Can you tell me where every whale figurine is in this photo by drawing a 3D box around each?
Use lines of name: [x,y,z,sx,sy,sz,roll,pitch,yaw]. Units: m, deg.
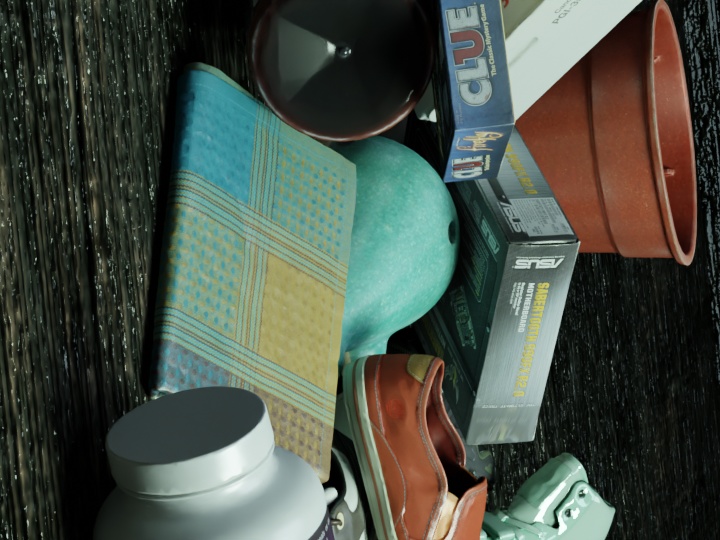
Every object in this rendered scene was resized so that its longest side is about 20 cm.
whale figurine: [0.000,0.000,1.441,0.200,0.103,0.159,-67,149,-56]

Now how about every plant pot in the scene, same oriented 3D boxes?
plant pot: [0.144,-0.095,1.828,0.201,0.195,0.201,-6,90,-74]

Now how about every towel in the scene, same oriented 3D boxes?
towel: [-0.058,0.002,1.307,0.147,0.022,0.200,34,51,-43]

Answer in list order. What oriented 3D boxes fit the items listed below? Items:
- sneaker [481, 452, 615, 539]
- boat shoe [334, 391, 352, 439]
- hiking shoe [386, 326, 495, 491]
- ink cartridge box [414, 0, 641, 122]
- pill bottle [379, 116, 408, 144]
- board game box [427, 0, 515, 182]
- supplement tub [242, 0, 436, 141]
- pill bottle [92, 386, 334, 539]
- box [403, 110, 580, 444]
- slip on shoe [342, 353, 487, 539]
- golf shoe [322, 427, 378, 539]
sneaker: [0.088,0.163,1.608,0.200,0.074,0.118,25,93,-42]
boat shoe: [0.006,0.166,1.468,0.062,0.073,0.200,62,21,-46]
hiking shoe: [0.047,0.091,1.635,0.200,0.076,0.101,50,41,-63]
ink cartridge box: [0.071,-0.208,1.483,0.083,0.147,0.200,2,56,-42]
pill bottle: [0.056,-0.084,1.672,0.104,0.104,0.200,-79,158,-45]
board game box: [0.054,-0.162,1.352,0.136,0.035,0.201,93,-9,-80]
supplement tub: [-0.015,-0.153,1.392,0.200,0.107,0.107,-99,177,-68]
pill bottle: [-0.061,0.161,1.144,0.112,0.112,0.200,-63,145,-63]
box: [0.073,-0.012,1.533,0.200,0.048,0.159,-114,-154,-50]
slip on shoe: [0.045,0.141,1.385,0.074,0.061,0.201,-36,110,-72]
golf shoe: [-0.027,0.177,1.364,0.095,0.078,0.200,51,29,-46]
